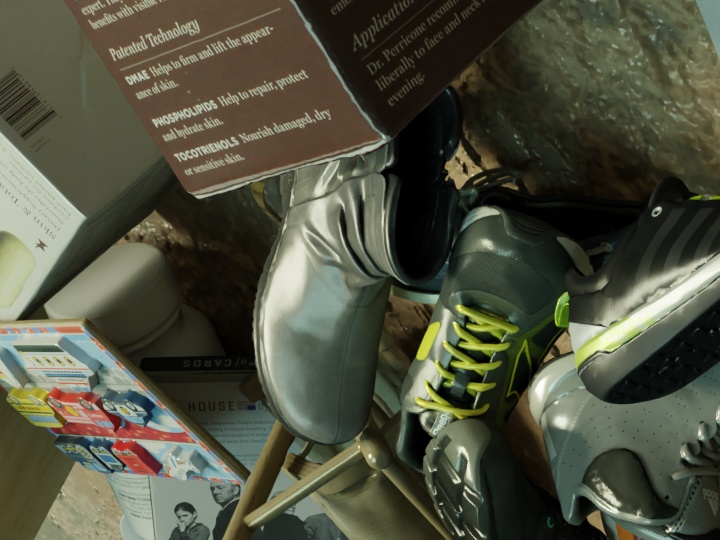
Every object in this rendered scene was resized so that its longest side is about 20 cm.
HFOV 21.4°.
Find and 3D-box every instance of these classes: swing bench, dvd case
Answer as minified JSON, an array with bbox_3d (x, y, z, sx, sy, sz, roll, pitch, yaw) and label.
[{"bbox_3d":[0.028,0.151,1.162,0.130,0.200,0.199,-34,112,18],"label":"swing bench"},{"bbox_3d":[-0.069,0.143,1.298,0.150,0.025,0.200,-1,123,0],"label":"dvd case"}]

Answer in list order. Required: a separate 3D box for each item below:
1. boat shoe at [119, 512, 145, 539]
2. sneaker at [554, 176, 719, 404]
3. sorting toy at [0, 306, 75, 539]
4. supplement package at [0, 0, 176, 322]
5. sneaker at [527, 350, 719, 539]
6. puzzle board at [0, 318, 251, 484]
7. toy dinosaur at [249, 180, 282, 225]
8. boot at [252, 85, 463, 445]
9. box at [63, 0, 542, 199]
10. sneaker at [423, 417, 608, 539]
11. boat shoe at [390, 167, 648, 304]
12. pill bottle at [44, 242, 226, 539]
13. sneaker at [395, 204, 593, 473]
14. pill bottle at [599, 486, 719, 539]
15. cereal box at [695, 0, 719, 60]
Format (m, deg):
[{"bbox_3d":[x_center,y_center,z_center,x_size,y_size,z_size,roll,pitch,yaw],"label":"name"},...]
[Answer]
[{"bbox_3d":[-0.077,0.193,1.426,0.200,0.065,0.074,17,133,6],"label":"boat shoe"},{"bbox_3d":[0.158,-0.015,0.860,0.200,0.072,0.083,-38,58,35],"label":"sneaker"},{"bbox_3d":[-0.282,0.086,1.333,0.070,0.200,0.199,16,164,41],"label":"sorting toy"},{"bbox_3d":[-0.200,-0.086,1.188,0.152,0.151,0.200,45,147,0],"label":"supplement package"},{"bbox_3d":[0.182,0.079,0.922,0.200,0.116,0.075,-21,147,24],"label":"sneaker"},{"bbox_3d":[-0.175,0.086,1.216,0.151,0.017,0.200,46,152,-25],"label":"puzzle board"},{"bbox_3d":[-0.048,-0.079,1.114,0.106,0.060,0.200,49,147,-6],"label":"toy dinosaur"},{"bbox_3d":[0.000,0.000,0.988,0.132,0.070,0.200,-171,79,-64],"label":"boot"},{"bbox_3d":[-0.038,-0.169,0.911,0.164,0.166,0.200,-11,116,52],"label":"box"},{"bbox_3d":[0.087,0.139,1.001,0.200,0.079,0.075,73,169,-45],"label":"sneaker"},{"bbox_3d":[0.075,-0.017,1.030,0.200,0.075,0.062,11,135,39],"label":"boat shoe"},{"bbox_3d":[-0.145,0.086,1.342,0.114,0.114,0.200,12,133,41],"label":"pill bottle"},{"bbox_3d":[0.065,0.044,0.980,0.074,0.085,0.200,22,148,7],"label":"sneaker"},{"bbox_3d":[0.232,0.124,0.974,0.200,0.110,0.110,13,135,39],"label":"pill bottle"},{"bbox_3d":[0.250,-0.077,0.806,0.200,0.040,0.144,0,126,47],"label":"cereal box"}]
